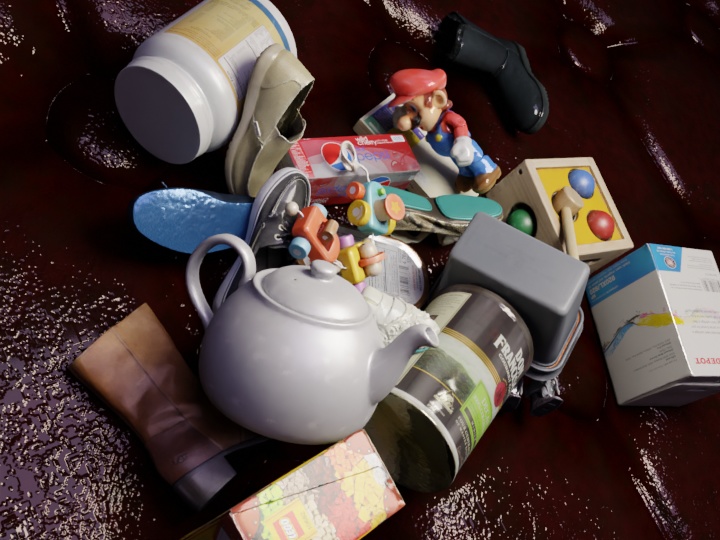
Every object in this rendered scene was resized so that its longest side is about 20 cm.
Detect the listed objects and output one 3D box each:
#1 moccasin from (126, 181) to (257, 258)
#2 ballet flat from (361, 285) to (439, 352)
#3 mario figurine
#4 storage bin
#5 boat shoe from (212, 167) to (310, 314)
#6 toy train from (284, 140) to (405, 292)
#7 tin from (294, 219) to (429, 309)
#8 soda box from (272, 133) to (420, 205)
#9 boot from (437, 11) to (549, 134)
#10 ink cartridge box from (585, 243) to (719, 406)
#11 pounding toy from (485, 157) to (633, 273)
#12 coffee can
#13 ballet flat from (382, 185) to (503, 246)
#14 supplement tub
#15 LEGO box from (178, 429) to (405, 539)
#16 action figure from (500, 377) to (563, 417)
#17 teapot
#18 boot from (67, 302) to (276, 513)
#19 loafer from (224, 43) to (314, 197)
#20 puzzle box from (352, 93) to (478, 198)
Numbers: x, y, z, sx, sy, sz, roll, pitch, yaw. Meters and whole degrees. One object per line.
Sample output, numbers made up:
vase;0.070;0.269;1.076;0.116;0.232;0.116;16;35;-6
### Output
moccasin;-0.176;-0.052;0.882;0.198;0.068;0.082;7;93;-42
ballet flat;-0.011;0.046;0.863;0.197;0.072;0.072;6;50;21
mario figurine;0.099;-0.184;1.067;0.201;0.123;0.106;50;45;-18
storage bin;0.195;0.017;0.975;0.198;0.135;0.146;29;62;16
boat shoe;-0.099;-0.022;0.865;0.070;0.066;0.202;38;72;-39
toy train;-0.006;-0.062;0.902;0.151;0.055;0.201;58;39;-29
tin;0.000;0.000;0.985;0.197;0.042;0.113;13;54;-26
soda box;-0.021;-0.131;1.019;0.198;0.070;0.064;-9;65;-36
boot;0.209;-0.322;1.264;0.166;0.076;0.203;12;52;-31
ink cartridge box;0.454;0.086;1.154;0.145;0.145;0.203;5;62;-29
pounding toy;0.296;-0.070;1.141;0.198;0.142;0.186;-7;68;-35
coffee can;0.094;0.132;0.901;0.147;0.146;0.200;47;51;-1
ballet flat;0.095;-0.069;1.057;0.197;0.076;0.068;4;38;-19
supplement tub;-0.181;-0.233;0.926;0.144;0.145;0.201;42;51;-5
LEGO box;-0.076;0.235;0.701;0.148;0.200;0.078;-24;78;-38
action figure;0.227;0.097;1.053;0.128;0.070;0.202;12;53;-6
teapot;-0.059;0.058;0.748;0.197;0.148;0.197;8;19;-26
boot;-0.171;0.119;0.811;0.200;0.069;0.188;47;57;8
loafer;-0.105;-0.157;0.900;0.068;0.202;0.076;28;36;12
puzzle box;0.094;-0.171;1.144;0.200;0.025;0.133;48;51;-1
